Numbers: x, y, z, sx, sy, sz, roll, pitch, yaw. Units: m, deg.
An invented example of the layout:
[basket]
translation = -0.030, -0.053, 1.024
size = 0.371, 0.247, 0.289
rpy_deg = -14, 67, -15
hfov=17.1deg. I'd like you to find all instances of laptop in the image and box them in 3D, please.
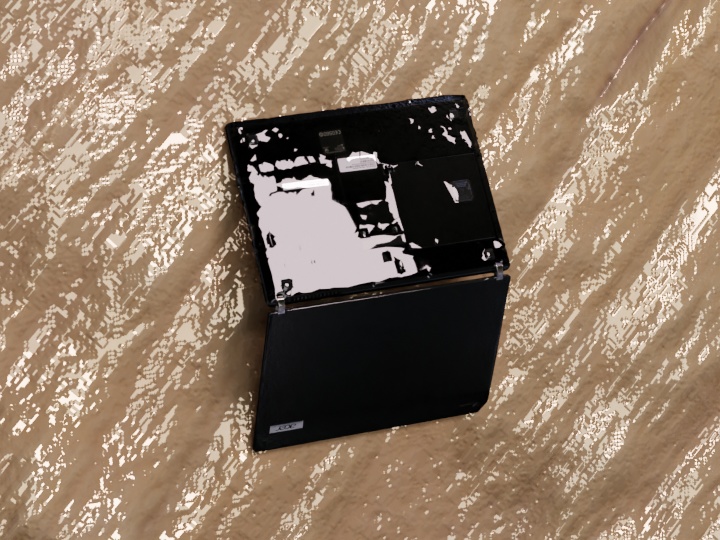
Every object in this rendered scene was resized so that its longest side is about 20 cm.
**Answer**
[laptop]
translation = 0.000, 0.000, 1.613
size = 0.176, 0.103, 0.201
rpy_deg = -9, 76, -22
